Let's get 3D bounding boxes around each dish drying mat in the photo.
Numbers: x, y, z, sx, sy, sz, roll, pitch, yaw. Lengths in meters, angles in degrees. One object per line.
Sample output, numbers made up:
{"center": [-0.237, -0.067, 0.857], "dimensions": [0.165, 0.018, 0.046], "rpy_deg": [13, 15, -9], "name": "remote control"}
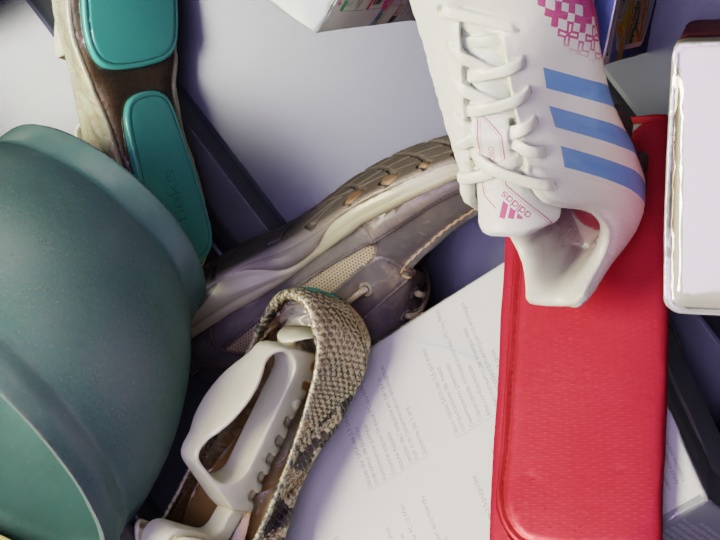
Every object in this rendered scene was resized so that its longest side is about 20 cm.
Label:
{"center": [0.095, 0.028, 1.127], "dimensions": [0.076, 0.018, 0.201], "rpy_deg": [-4, 66, 20], "name": "dish drying mat"}

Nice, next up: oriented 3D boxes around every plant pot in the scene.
{"center": [-0.153, 0.021, 1.167], "dimensions": [0.200, 0.201, 0.134], "rpy_deg": [35, 63, 7], "name": "plant pot"}

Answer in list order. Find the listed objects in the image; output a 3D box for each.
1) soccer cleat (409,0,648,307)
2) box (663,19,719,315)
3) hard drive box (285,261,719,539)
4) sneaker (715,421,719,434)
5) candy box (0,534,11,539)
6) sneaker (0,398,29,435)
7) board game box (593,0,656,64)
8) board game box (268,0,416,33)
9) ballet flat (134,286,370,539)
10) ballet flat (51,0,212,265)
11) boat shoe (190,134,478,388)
{"center": [0.063, -0.068, 1.056], "dimensions": [0.070, 0.087, 0.200], "rpy_deg": [0, 137, 34], "name": "soccer cleat"}
{"center": [0.195, -0.048, 1.104], "dimensions": [0.127, 0.200, 0.110], "rpy_deg": [1, 98, 8], "name": "box"}
{"center": [0.059, 0.098, 1.182], "dimensions": [0.199, 0.077, 0.156], "rpy_deg": [-32, 56, 17], "name": "hard drive box"}
{"center": [0.138, 0.134, 1.192], "dimensions": [0.200, 0.083, 0.072], "rpy_deg": [-38, 120, 15], "name": "sneaker"}
{"center": [-0.208, 0.166, 1.208], "dimensions": [0.199, 0.055, 0.116], "rpy_deg": [20, 122, 33], "name": "candy box"}
{"center": [-0.211, 0.118, 1.286], "dimensions": [0.199, 0.076, 0.116], "rpy_deg": [-16, 91, 12], "name": "sneaker"}
{"center": [0.121, -0.193, 1.141], "dimensions": [0.034, 0.135, 0.201], "rpy_deg": [14, 100, 12], "name": "board game box"}
{"center": [0.021, -0.180, 1.132], "dimensions": [0.064, 0.200, 0.148], "rpy_deg": [35, 103, 7], "name": "board game box"}
{"center": [-0.060, 0.097, 1.162], "dimensions": [0.068, 0.075, 0.201], "rpy_deg": [20, 84, 32], "name": "ballet flat"}
{"center": [-0.120, -0.088, 1.248], "dimensions": [0.062, 0.067, 0.201], "rpy_deg": [-9, 89, 45], "name": "ballet flat"}
{"center": [0.000, 0.000, 1.233], "dimensions": [0.199, 0.075, 0.074], "rpy_deg": [-28, 101, 22], "name": "boat shoe"}
